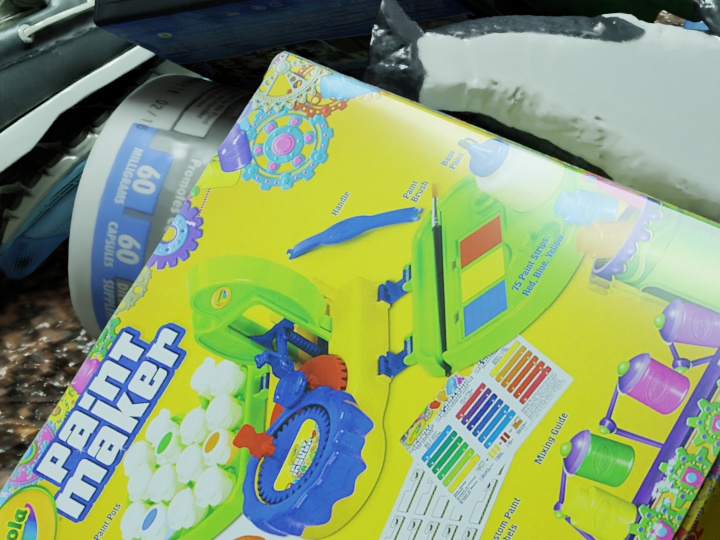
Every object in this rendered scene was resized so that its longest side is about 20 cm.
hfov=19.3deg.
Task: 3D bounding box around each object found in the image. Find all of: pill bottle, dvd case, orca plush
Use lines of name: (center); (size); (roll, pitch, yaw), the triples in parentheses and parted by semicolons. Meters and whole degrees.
pill bottle: (0.000, 0.000, 0.809); (0.200, 0.114, 0.114); (15, 39, 20)
dvd case: (0.013, -0.083, 0.829); (0.143, 0.018, 0.200); (-6, -15, 32)
orca plush: (0.090, -0.042, 0.762); (0.200, 0.071, 0.105); (-2, 74, -16)

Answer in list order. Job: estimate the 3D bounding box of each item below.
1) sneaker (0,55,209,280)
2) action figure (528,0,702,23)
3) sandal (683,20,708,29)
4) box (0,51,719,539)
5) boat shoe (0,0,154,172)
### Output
sneaker: (-0.075, -0.053, 0.909); (0.200, 0.090, 0.078); (-37, 22, -13)
action figure: (0.031, -0.130, 0.783); (0.200, 0.118, 0.055); (14, 64, -33)
sandal: (0.134, -0.060, 0.926); (0.087, 0.080, 0.200); (6, 35, 14)
box: (0.018, 0.072, 0.633); (0.193, 0.122, 0.200); (25, 76, 29)
boat shoe: (-0.125, -0.097, 0.863); (0.200, 0.060, 0.076); (-44, 20, -32)
